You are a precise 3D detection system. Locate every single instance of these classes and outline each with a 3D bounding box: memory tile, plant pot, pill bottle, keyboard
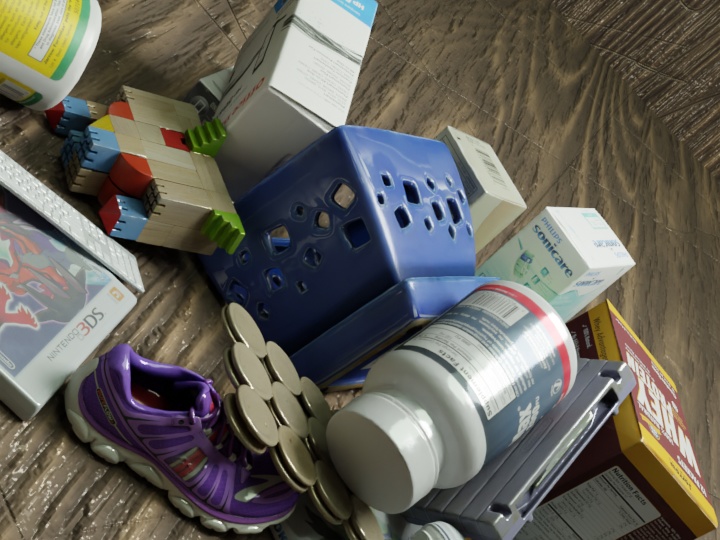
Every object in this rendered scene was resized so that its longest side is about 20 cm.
[{"bbox_3d":[-0.046,0.126,0.997,0.200,0.017,0.154,51,14,-35],"label":"memory tile"},{"bbox_3d":[0.000,0.000,1.165,0.199,0.199,0.181,0,59,-57],"label":"plant pot"},{"bbox_3d":[-0.324,-0.224,1.053,0.199,0.113,0.113,27,32,-36],"label":"pill bottle"},{"bbox_3d":[-0.243,-0.051,1.002,0.200,0.011,0.056,42,5,-35],"label":"keyboard"},{"bbox_3d":[0.071,0.102,1.020,0.200,0.120,0.120,-33,81,-37],"label":"pill bottle"}]

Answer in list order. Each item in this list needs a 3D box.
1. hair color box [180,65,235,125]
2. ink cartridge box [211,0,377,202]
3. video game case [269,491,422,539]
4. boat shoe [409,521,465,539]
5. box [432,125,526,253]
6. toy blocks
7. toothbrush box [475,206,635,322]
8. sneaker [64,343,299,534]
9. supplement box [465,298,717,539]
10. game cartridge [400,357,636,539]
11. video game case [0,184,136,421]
[{"bbox_3d":[-0.112,-0.160,1.358,0.109,0.065,0.200,48,24,-1],"label":"hair color box"},{"bbox_3d":[-0.070,-0.172,1.208,0.084,0.146,0.201,32,43,-18],"label":"ink cartridge box"},{"bbox_3d":[-0.003,0.209,1.058,0.199,0.022,0.183,8,46,-54],"label":"video game case"},{"bbox_3d":[0.046,0.259,0.956,0.066,0.074,0.201,24,29,-17],"label":"boat shoe"},{"bbox_3d":[0.060,-0.041,1.301,0.077,0.200,0.095,15,41,-49],"label":"box"},{"bbox_3d":[-0.195,-0.093,1.111,0.136,0.100,0.201,11,39,-37],"label":"toy blocks"},{"bbox_3d":[0.185,0.024,1.409,0.086,0.200,0.146,56,27,17],"label":"toothbrush box"},{"bbox_3d":[-0.116,0.122,0.924,0.199,0.083,0.081,34,35,-27],"label":"sneaker"},{"bbox_3d":[0.193,0.174,1.188,0.133,0.199,0.198,47,23,-28],"label":"supplement box"},{"bbox_3d":[0.132,0.148,1.091,0.200,0.129,0.039,-44,111,-29],"label":"game cartridge"},{"bbox_3d":[-0.271,-0.006,0.934,0.200,0.023,0.182,45,25,-7],"label":"video game case"}]
